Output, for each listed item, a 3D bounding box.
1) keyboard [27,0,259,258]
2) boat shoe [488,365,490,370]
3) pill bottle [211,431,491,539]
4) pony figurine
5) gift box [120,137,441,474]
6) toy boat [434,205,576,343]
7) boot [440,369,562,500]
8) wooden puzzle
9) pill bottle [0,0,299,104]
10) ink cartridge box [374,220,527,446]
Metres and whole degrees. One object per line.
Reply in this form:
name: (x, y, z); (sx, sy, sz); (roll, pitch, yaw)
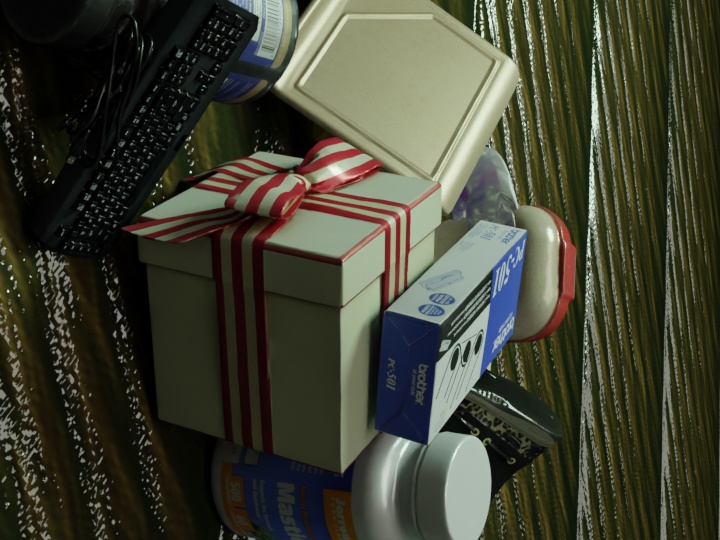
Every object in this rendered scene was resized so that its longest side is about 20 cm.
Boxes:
keyboard: (-0.139, -0.086, 0.705); (0.201, 0.040, 0.104); (-55, 149, 13)
boat shoe: (0.109, 0.102, 1.196); (0.070, 0.070, 0.202); (78, 15, -73)
pill bottle: (-0.006, 0.161, 0.856); (0.112, 0.198, 0.113); (-2, 92, -59)
pony figurine: (0.051, -0.102, 1.044); (0.199, 0.166, 0.195); (21, 58, -39)
gift box: (-0.062, 0.012, 0.805); (0.185, 0.198, 0.188); (-45, 141, -58)
toy boat: (0.144, 0.014, 1.111); (0.130, 0.199, 0.132); (15, 75, -41)
boot: (0.075, 0.157, 1.085); (0.203, 0.154, 0.074); (30, 24, -10)
wooden puzzle: (0.031, -0.167, 0.974); (0.199, 0.037, 0.186); (37, 58, -11)
pill bottle: (-0.138, -0.179, 0.752); (0.199, 0.111, 0.113); (0, 88, -59)
ink cartridge box: (0.072, 0.039, 0.829); (0.200, 0.044, 0.095); (-41, 140, -58)
